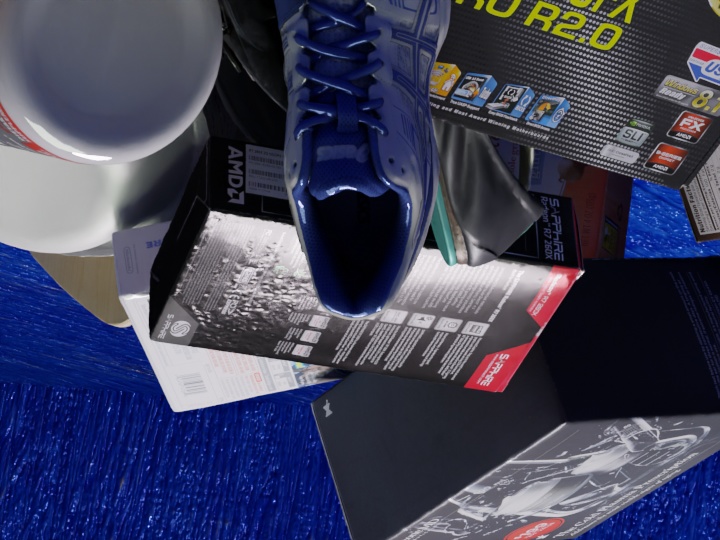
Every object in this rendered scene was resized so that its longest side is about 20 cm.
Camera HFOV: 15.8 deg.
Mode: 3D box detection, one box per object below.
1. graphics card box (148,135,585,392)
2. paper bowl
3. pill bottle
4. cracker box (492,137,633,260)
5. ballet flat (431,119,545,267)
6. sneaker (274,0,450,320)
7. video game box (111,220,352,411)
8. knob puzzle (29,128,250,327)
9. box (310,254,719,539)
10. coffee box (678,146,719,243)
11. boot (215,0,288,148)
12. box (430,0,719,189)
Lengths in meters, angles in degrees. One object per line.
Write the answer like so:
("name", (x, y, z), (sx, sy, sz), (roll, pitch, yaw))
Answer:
("graphics card box", (0.000, 0.000, 1.326), (0.198, 0.051, 0.126), (8, 145, -16))
("paper bowl", (-0.172, -0.090, 1.424), (0.199, 0.105, 0.202), (10, 133, 11))
("pill bottle", (-0.155, -0.115, 1.235), (0.115, 0.117, 0.200), (13, 180, -29))
("cracker box", (0.062, -0.071, 1.533), (0.199, 0.135, 0.058), (4, 169, 23))
("ballet flat", (0.042, -0.096, 1.222), (0.073, 0.073, 0.201), (2, 125, 36))
("sneaker", (0.001, -0.073, 1.066), (0.075, 0.201, 0.088), (-4, -148, 9))
("video game box", (-0.036, 0.015, 1.467), (0.181, 0.047, 0.200), (-9, 158, 1))
("knob puzzle", (-0.127, -0.065, 1.535), (0.218, 0.222, 0.030), (4, 171, 27))
("box", (0.106, 0.080, 1.511), (0.181, 0.105, 0.200), (0, 153, -39))
("coffee box", (0.263, -0.076, 1.367), (0.112, 0.080, 0.200), (-23, -173, -27))
("boot", (-0.031, -0.102, 1.286), (0.165, 0.066, 0.200), (51, 174, -18))
("box", (0.105, -0.127, 1.142), (0.199, 0.044, 0.161), (14, 127, -32))
